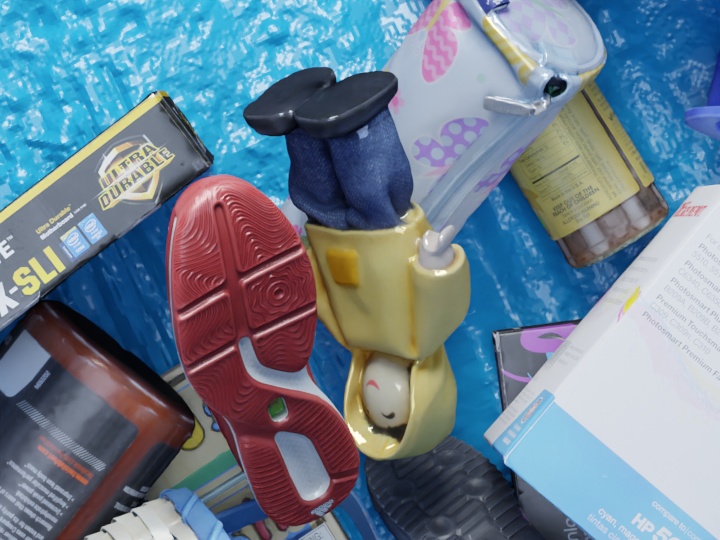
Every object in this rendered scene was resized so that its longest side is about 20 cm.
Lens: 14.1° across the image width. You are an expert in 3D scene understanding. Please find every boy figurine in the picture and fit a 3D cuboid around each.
[{"bbox_3d":[0.000,0.000,1.415,0.124,0.064,0.201,9,123,38],"label":"boy figurine"}]

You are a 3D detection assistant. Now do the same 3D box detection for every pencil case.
[{"bbox_3d":[0.039,-0.065,1.460,0.200,0.083,0.091,-49,55,34],"label":"pencil case"}]

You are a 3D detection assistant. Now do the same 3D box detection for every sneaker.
[{"bbox_3d":[0.070,0.163,1.496,0.070,0.082,0.200,-27,49,-22],"label":"sneaker"},{"bbox_3d":[-0.070,0.024,1.420,0.078,0.116,0.201,-25,126,-18],"label":"sneaker"}]

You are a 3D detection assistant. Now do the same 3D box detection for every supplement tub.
[{"bbox_3d":[-0.181,0.120,1.465,0.107,0.107,0.200,39,90,-3],"label":"supplement tub"}]

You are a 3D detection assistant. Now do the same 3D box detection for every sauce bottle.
[{"bbox_3d":[0.086,-0.099,1.512,0.065,0.065,0.200,-31,91,0],"label":"sauce bottle"}]

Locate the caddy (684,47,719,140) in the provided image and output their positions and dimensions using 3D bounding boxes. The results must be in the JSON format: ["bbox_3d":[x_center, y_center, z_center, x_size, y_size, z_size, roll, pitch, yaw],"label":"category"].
[{"bbox_3d":[0.266,-0.085,1.480,0.199,0.141,0.105,8,87,-1],"label":"caddy"}]

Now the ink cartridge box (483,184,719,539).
[{"bbox_3d":[0.175,0.053,1.453,0.125,0.129,0.200,41,91,-2],"label":"ink cartridge box"}]

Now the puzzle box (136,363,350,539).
[{"bbox_3d":[-0.121,0.141,1.533,0.200,0.025,0.133,-32,92,0],"label":"puzzle box"}]

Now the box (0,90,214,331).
[{"bbox_3d":[-0.147,-0.024,1.439,0.159,0.200,0.049,-36,94,0],"label":"box"}]

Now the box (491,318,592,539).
[{"bbox_3d":[0.175,0.089,1.536,0.199,0.036,0.144,-7,91,-3],"label":"box"}]

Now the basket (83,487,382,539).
[{"bbox_3d":[-0.062,0.188,1.431,0.199,0.177,0.139,-16,136,-18],"label":"basket"}]
